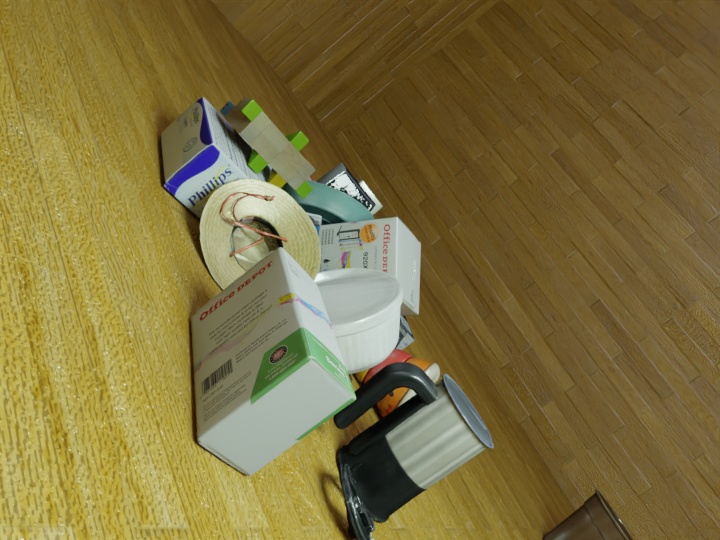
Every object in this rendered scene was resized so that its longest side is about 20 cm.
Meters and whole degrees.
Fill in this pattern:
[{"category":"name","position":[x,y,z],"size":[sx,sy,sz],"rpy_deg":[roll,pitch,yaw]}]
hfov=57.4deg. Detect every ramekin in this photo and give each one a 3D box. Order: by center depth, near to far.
[{"category":"ramekin","position":[-0.030,0.077,1.001],"size":[0.203,0.199,0.095],"rpy_deg":[-103,-175,-67]}]

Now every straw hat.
[{"category":"straw hat","position":[-0.163,-0.031,1.010],"size":[0.202,0.201,0.085],"rpy_deg":[53,-33,-3]}]

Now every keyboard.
[{"category":"keyboard","position":[-0.104,-0.080,1.278],"size":[0.056,0.011,0.200],"rpy_deg":[19,-14,0]}]

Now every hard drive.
[{"category":"hard drive","position":[-0.072,-0.118,1.409],"size":[0.135,0.200,0.042],"rpy_deg":[49,-2,-17]}]

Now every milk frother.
[{"category":"milk frother","position":[0.064,0.245,0.853],"size":[0.181,0.187,0.201],"rpy_deg":[47,12,-30]}]

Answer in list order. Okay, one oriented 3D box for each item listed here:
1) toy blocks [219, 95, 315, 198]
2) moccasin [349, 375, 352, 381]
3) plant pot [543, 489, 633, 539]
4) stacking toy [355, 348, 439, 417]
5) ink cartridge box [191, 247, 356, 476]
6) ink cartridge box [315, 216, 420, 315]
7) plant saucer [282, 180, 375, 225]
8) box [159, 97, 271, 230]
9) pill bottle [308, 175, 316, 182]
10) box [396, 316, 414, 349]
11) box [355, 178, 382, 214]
[{"category":"toy blocks","position":[-0.164,-0.226,1.116],"size":[0.200,0.100,0.137],"rpy_deg":[45,1,-45]},{"category":"moccasin","position":[-0.037,0.125,1.110],"size":[0.074,0.077,0.202],"rpy_deg":[50,11,-20]},{"category":"plant pot","position":[0.612,0.728,1.757],"size":[0.201,0.197,0.200],"rpy_deg":[52,9,-12]},{"category":"stacking toy","position":[0.034,0.183,1.223],"size":[0.199,0.147,0.146],"rpy_deg":[36,5,18]},{"category":"ink cartridge box","position":[-0.103,0.091,0.717],"size":[0.084,0.144,0.201],"rpy_deg":[47,11,-35]},{"category":"ink cartridge box","position":[0.000,0.000,1.226],"size":[0.145,0.197,0.149],"rpy_deg":[37,52,-62]},{"category":"plant saucer","position":[-0.068,-0.107,1.273],"size":[0.198,0.036,0.200],"rpy_deg":[20,-18,7]},{"category":"box","position":[-0.226,-0.152,1.095],"size":[0.200,0.104,0.185],"rpy_deg":[47,11,-38]},{"category":"pill bottle","position":[-0.199,-0.243,1.517],"size":[0.201,0.112,0.112],"rpy_deg":[53,10,-2]},{"category":"box","position":[0.018,0.088,1.400],"size":[0.132,0.114,0.201],"rpy_deg":[50,12,-27]},{"category":"box","position":[-0.053,-0.112,1.473],"size":[0.082,0.200,0.068],"rpy_deg":[49,-2,-15]}]
